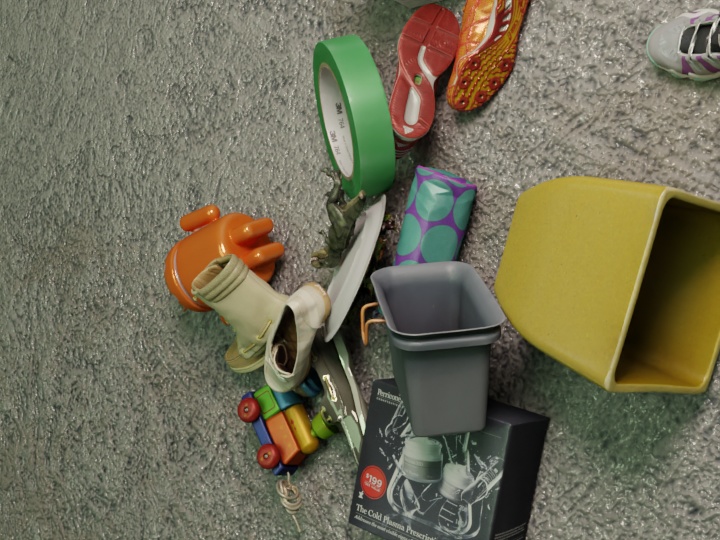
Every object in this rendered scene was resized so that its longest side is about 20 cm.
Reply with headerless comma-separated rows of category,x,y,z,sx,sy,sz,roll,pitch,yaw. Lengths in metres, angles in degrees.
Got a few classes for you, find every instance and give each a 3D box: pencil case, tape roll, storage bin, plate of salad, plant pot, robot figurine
pencil case,0.081,-0.025,1.193,0.084,0.092,0.203,14,98,-8
tape roll,-0.010,-0.193,1.217,0.200,0.048,0.203,166,90,-78
storage bin,0.075,0.090,1.073,0.143,0.200,0.136,-5,110,-6
plate of salad,0.000,0.000,1.222,0.048,0.200,0.202,22,105,-8
plant pot,0.257,0.001,1.004,0.199,0.194,0.197,23,102,47
robot figurine,-0.203,-0.008,1.388,0.199,0.144,0.118,-24,38,33

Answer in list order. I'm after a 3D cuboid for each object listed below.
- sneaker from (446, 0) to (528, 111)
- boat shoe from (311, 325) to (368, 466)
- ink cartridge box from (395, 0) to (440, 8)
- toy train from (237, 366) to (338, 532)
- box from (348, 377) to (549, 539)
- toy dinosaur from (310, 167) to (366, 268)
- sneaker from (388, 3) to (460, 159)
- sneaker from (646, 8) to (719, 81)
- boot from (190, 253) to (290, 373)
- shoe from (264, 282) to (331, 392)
sneaker,0.153,-0.292,1.176,0.077,0.072,0.202,37,109,57
boat shoe,-0.026,0.168,1.264,0.060,0.072,0.204,-20,67,2
ink cartridge box,0.051,-0.386,1.163,0.116,0.199,0.068,-3,86,36
toy train,-0.077,0.236,1.309,0.115,0.084,0.201,-34,68,16
box,0.103,0.240,1.151,0.198,0.104,0.185,13,94,36
toy dinosaur,-0.026,-0.077,1.209,0.200,0.047,0.089,119,141,-59
sneaker,0.062,-0.235,1.224,0.116,0.078,0.202,130,162,-65
sneaker,0.365,-0.237,0.954,0.198,0.139,0.079,7,92,36
boot,-0.171,0.060,1.321,0.199,0.155,0.073,-30,30,49
shoe,-0.094,0.094,1.223,0.070,0.053,0.201,39,135,16
